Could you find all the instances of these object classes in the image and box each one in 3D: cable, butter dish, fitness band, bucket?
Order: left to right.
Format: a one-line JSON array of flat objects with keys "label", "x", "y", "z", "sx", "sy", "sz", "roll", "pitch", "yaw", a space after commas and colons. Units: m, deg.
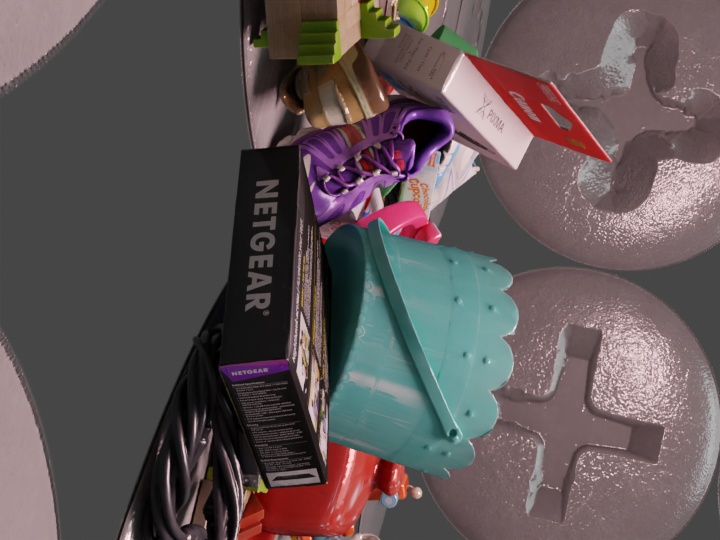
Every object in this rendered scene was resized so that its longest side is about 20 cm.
[{"label": "cable", "x": -0.117, "y": 0.134, "z": 0.866, "sx": 0.164, "sy": 0.050, "sz": 0.202, "roll": -59, "pitch": 158, "yaw": -46}, {"label": "butter dish", "x": -0.029, "y": 0.187, "z": 1.177, "sx": 0.200, "sy": 0.146, "sz": 0.202, "roll": 66, "pitch": 36, "yaw": -78}, {"label": "fitness band", "x": 0.000, "y": 0.000, "z": 1.157, "sx": 0.143, "sy": 0.038, "sz": 0.200, "roll": -24, "pitch": 162, "yaw": -25}, {"label": "bucket", "x": 0.027, "y": 0.062, "z": 1.001, "sx": 0.207, "sy": 0.133, "sz": 0.210, "roll": -164, "pitch": -90, "yaw": -70}]

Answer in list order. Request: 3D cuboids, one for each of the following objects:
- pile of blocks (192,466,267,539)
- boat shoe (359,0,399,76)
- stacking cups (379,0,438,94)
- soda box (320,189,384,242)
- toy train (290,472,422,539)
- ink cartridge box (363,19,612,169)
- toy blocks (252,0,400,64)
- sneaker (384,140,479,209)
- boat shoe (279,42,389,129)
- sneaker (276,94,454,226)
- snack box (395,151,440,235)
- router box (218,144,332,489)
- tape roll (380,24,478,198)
[{"label": "pile of blocks", "x": -0.085, "y": 0.145, "z": 1.023, "sx": 0.082, "sy": 0.061, "sz": 0.202, "roll": 90, "pitch": 13, "yaw": -56}, {"label": "boat shoe", "x": 0.007, "y": -0.234, "z": 1.051, "sx": 0.072, "sy": 0.059, "sz": 0.201, "roll": 57, "pitch": -18, "yaw": 34}, {"label": "stacking cups", "x": 0.027, "y": -0.242, "z": 1.280, "sx": 0.061, "sy": 0.060, "sz": 0.201, "roll": 93, "pitch": 17, "yaw": -47}, {"label": "soda box", "x": -0.021, "y": -0.064, "z": 1.147, "sx": 0.200, "sy": 0.067, "sz": 0.064, "roll": 70, "pitch": 33, "yaw": -75}, {"label": "toy train", "x": -0.011, "y": 0.281, "z": 1.475, "sx": 0.200, "sy": 0.148, "sz": 0.056, "roll": -39, "pitch": 125, "yaw": -71}, {"label": "ink cartridge box", "x": 0.115, "y": -0.141, "z": 1.058, "sx": 0.045, "sy": 0.175, "sz": 0.200, "roll": -61, "pitch": 150, "yaw": -1}, {"label": "toy blocks", "x": -0.027, "y": -0.232, "z": 0.841, "sx": 0.200, "sy": 0.099, "sz": 0.138, "roll": -62, "pitch": 150, "yaw": -67}, {"label": "sneaker", "x": 0.090, "y": -0.107, "z": 1.384, "sx": 0.200, "sy": 0.086, "sz": 0.076, "roll": -50, "pitch": -129, "yaw": 50}, {"label": "boat shoe", "x": -0.032, "y": -0.158, "z": 0.965, "sx": 0.072, "sy": 0.076, "sz": 0.200, "roll": 62, "pitch": 3, "yaw": -17}, {"label": "sneaker", "x": 0.000, "y": -0.093, "z": 0.991, "sx": 0.200, "sy": 0.083, "sz": 0.081, "roll": -38, "pitch": 119, "yaw": -30}, {"label": "snack box", "x": 0.046, "y": -0.025, "z": 1.323, "sx": 0.201, "sy": 0.037, "sz": 0.117, "roll": 103, "pitch": 0, "yaw": -46}, {"label": "router box", "x": -0.056, "y": 0.032, "z": 0.865, "sx": 0.150, "sy": 0.050, "sz": 0.202, "roll": 78, "pitch": 9, "yaw": -48}, {"label": "tape roll", "x": 0.049, "y": -0.165, "z": 1.273, "sx": 0.201, "sy": 0.048, "sz": 0.201, "roll": -54, "pitch": -172, "yaw": 11}]
